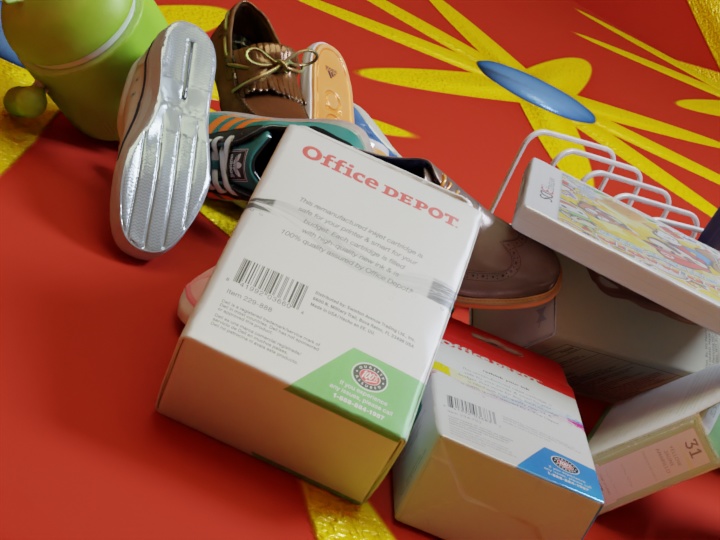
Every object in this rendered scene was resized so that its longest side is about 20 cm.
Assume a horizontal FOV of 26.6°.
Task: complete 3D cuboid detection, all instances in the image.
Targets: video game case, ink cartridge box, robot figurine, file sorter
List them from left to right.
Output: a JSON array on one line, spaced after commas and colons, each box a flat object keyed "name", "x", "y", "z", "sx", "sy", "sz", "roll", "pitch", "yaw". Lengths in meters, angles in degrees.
[{"name": "robot figurine", "x": -0.216, "y": -0.186, "z": 1.247, "sx": 0.115, "sy": 0.176, "sz": 0.200, "roll": 33, "pitch": -13, "yaw": 32}, {"name": "ink cartridge box", "x": -0.021, "y": 0.023, "z": 0.960, "sx": 0.145, "sy": 0.084, "sz": 0.201, "roll": 25, "pitch": 48, "yaw": -1}, {"name": "ink cartridge box", "x": 0.084, "y": 0.109, "z": 1.014, "sx": 0.115, "sy": 0.068, "sz": 0.200, "roll": 23, "pitch": 20, "yaw": -8}, {"name": "file sorter", "x": 0.233, "y": -0.034, "z": 1.472, "sx": 0.138, "sy": 0.125, "sz": 0.200, "roll": 11, "pitch": 24, "yaw": -36}, {"name": "video game case", "x": 0.207, "y": -0.015, "z": 1.123, "sx": 0.199, "sy": 0.023, "sz": 0.182, "roll": 28, "pitch": 17, "yaw": 1}, {"name": "ink cartridge box", "x": 0.254, "y": 0.097, "z": 1.075, "sx": 0.048, "sy": 0.199, "sz": 0.145, "roll": 64, "pitch": 23, "yaw": -1}]

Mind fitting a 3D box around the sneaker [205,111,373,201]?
[{"name": "sneaker", "x": -0.094, "y": -0.089, "z": 1.193, "sx": 0.198, "sy": 0.072, "sz": 0.080, "roll": -3, "pitch": 8, "yaw": 17}]

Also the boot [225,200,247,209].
[{"name": "boot", "x": -0.086, "y": -0.100, "z": 1.350, "sx": 0.095, "sy": 0.074, "sz": 0.200, "roll": 33, "pitch": 29, "yaw": 4}]

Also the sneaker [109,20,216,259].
[{"name": "sneaker", "x": -0.153, "y": -0.092, "z": 1.160, "sx": 0.073, "sy": 0.071, "sz": 0.201, "roll": 25, "pitch": 58, "yaw": -24}]

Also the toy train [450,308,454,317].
[{"name": "toy train", "x": 0.000, "y": 0.000, "z": 1.203, "sx": 0.042, "sy": 0.057, "sz": 0.200, "roll": -10, "pitch": 39, "yaw": -41}]

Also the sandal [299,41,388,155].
[{"name": "sandal", "x": -0.012, "y": -0.111, "z": 1.308, "sx": 0.079, "sy": 0.059, "sz": 0.208, "roll": 17, "pitch": 60, "yaw": -47}]

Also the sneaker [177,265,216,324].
[{"name": "sneaker", "x": -0.057, "y": -0.011, "z": 1.093, "sx": 0.075, "sy": 0.105, "sz": 0.200, "roll": 33, "pitch": 22, "yaw": 14}]

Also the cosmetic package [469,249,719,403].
[{"name": "cosmetic package", "x": 0.190, "y": 0.043, "z": 1.182, "sx": 0.199, "sy": 0.103, "sz": 0.088, "roll": 16, "pitch": 65, "yaw": -34}]

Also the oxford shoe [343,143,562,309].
[{"name": "oxford shoe", "x": 0.054, "y": -0.031, "z": 1.060, "sx": 0.198, "sy": 0.073, "sz": 0.072, "roll": 19, "pitch": 56, "yaw": -6}]

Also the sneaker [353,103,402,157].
[{"name": "sneaker", "x": -0.027, "y": -0.112, "z": 1.420, "sx": 0.200, "sy": 0.077, "sz": 0.111, "roll": 46, "pitch": 18, "yaw": 30}]

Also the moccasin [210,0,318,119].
[{"name": "moccasin", "x": -0.081, "y": -0.168, "z": 1.305, "sx": 0.073, "sy": 0.078, "sz": 0.202, "roll": 11, "pitch": 31, "yaw": -20}]

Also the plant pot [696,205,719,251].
[{"name": "plant pot", "x": 0.373, "y": 0.072, "z": 1.281, "sx": 0.199, "sy": 0.201, "sz": 0.180, "roll": 19, "pitch": 28, "yaw": -18}]
